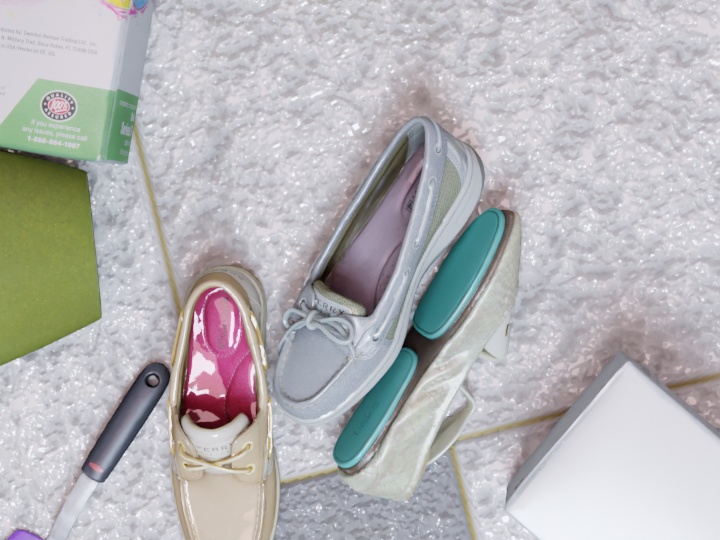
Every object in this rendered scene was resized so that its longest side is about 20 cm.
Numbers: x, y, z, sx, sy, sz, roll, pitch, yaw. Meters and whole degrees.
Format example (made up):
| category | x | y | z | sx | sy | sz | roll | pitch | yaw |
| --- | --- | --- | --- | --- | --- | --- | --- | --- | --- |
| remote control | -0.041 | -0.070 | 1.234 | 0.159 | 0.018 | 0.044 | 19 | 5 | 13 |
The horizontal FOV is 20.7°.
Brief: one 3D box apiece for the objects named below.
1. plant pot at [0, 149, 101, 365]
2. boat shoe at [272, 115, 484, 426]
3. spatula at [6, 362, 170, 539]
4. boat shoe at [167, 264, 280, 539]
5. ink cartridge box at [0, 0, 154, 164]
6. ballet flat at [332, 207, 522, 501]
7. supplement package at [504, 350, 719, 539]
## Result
| category | x | y | z | sx | sy | sz | roll | pitch | yaw |
| --- | --- | --- | --- | --- | --- | --- | --- | --- | --- |
| plant pot | -0.262 | -0.007 | 1.203 | 0.199 | 0.187 | 0.188 | -7 | 90 | -8 |
| boat shoe | 0.002 | 0.000 | 1.208 | 0.074 | 0.065 | 0.202 | 34 | 91 | 36 |
| spatula | -0.179 | 0.145 | 1.261 | 0.056 | 0.021 | 0.200 | 33 | 93 | 6 |
| boat shoe | -0.090 | 0.097 | 1.228 | 0.073 | 0.069 | 0.201 | -4 | 90 | 6 |
| ink cartridge box | -0.204 | -0.175 | 1.228 | 0.145 | 0.088 | 0.201 | 9 | 93 | 5 |
| ballet flat | 0.055 | 0.054 | 1.227 | 0.062 | 0.067 | 0.200 | 30 | 98 | -24 |
| supplement package | 0.196 | 0.157 | 1.178 | 0.200 | 0.117 | 0.117 | 40 | 94 | 3 |
